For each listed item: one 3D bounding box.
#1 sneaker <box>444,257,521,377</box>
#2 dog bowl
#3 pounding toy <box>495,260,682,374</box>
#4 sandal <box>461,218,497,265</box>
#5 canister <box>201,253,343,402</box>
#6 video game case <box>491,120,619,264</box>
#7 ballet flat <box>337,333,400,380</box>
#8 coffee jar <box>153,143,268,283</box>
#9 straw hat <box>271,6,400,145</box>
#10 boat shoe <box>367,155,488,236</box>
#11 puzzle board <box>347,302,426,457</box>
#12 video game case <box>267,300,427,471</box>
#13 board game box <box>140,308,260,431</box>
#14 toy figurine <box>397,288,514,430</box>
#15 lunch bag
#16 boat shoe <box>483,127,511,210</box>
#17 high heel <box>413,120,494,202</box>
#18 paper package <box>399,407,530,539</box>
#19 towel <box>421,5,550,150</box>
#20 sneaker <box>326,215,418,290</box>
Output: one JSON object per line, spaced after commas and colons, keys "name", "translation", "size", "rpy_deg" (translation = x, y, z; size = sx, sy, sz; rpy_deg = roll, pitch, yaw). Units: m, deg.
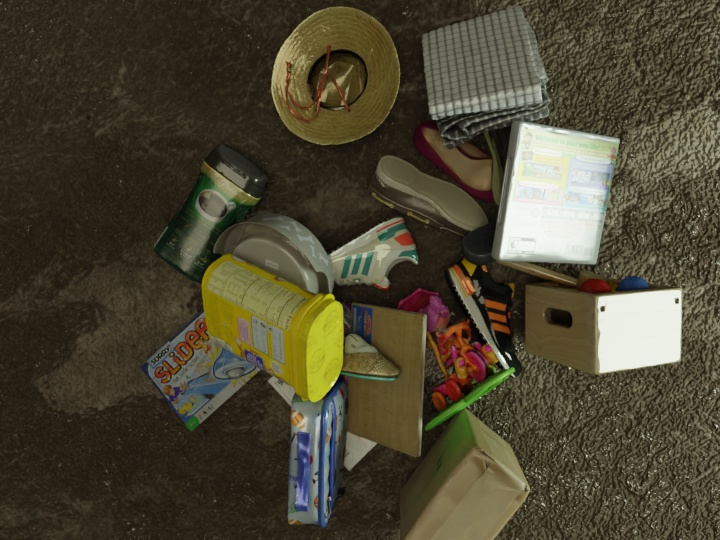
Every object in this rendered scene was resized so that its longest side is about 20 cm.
{"name": "sneaker", "translation": [0.212, 0.065, 1.047], "size": [0.089, 0.070, 0.203], "rpy_deg": [-32, 94, 0]}
{"name": "dog bowl", "translation": [-0.127, 0.007, 1.022], "size": [0.195, 0.059, 0.205], "rpy_deg": [14, 126, 20]}
{"name": "pounding toy", "translation": [0.320, 0.050, 0.981], "size": [0.179, 0.199, 0.147], "rpy_deg": [-3, 96, -22]}
{"name": "sandal", "translation": [0.239, -0.057, 1.026], "size": [0.195, 0.077, 0.044], "rpy_deg": [-21, 134, -11]}
{"name": "canister", "translation": [-0.125, 0.075, 0.954], "size": [0.196, 0.086, 0.152], "rpy_deg": [23, 131, 27]}
{"name": "video game case", "translation": [0.277, -0.104, 0.961], "size": [0.195, 0.022, 0.188], "rpy_deg": [1, 102, -29]}
{"name": "ballet flat", "translation": [-0.030, 0.126, 1.011], "size": [0.194, 0.070, 0.068], "rpy_deg": [-2, 83, 28]}
{"name": "coffee jar", "translation": [-0.230, -0.090, 1.059], "size": [0.103, 0.085, 0.203], "rpy_deg": [33, 98, -5]}
{"name": "straw hat", "translation": [-0.032, -0.285, 1.026], "size": [0.194, 0.085, 0.208], "rpy_deg": [1, 96, 10]}
{"name": "boat shoe", "translation": [0.103, -0.103, 1.045], "size": [0.196, 0.073, 0.060], "rpy_deg": [26, 138, -11]}
{"name": "puzzle board", "translation": [0.038, 0.158, 1.019], "size": [0.148, 0.017, 0.207], "rpy_deg": [7, 96, 45]}
{"name": "video game case", "translation": [-0.021, 0.185, 1.092], "size": [0.181, 0.036, 0.200], "rpy_deg": [-45, 90, 8]}
{"name": "board game box", "translation": [-0.242, 0.142, 1.107], "size": [0.199, 0.034, 0.136], "rpy_deg": [-41, 91, 7]}
{"name": "toy figurine", "translation": [0.121, 0.110, 1.011], "size": [0.147, 0.201, 0.187], "rpy_deg": [-24, 73, -25]}
{"name": "lunch bag", "translation": [-0.063, 0.269, 1.006], "size": [0.073, 0.160, 0.207], "rpy_deg": [2, 98, 7]}
{"name": "boat shoe", "translation": [0.225, -0.186, 0.998], "size": [0.070, 0.066, 0.208], "rpy_deg": [3, 76, -28]}
{"name": "high heel", "translation": [0.164, -0.155, 1.016], "size": [0.196, 0.096, 0.069], "rpy_deg": [27, 96, 2]}
{"name": "paper package", "translation": [0.145, 0.329, 1.010], "size": [0.102, 0.200, 0.193], "rpy_deg": [36, 96, 0]}
{"name": "towel", "translation": [0.173, -0.273, 0.965], "size": [0.160, 0.087, 0.204], "rpy_deg": [-10, 50, 10]}
{"name": "sneaker", "translation": [0.000, 0.000, 1.056], "size": [0.196, 0.070, 0.095], "rpy_deg": [-31, 87, 4]}
